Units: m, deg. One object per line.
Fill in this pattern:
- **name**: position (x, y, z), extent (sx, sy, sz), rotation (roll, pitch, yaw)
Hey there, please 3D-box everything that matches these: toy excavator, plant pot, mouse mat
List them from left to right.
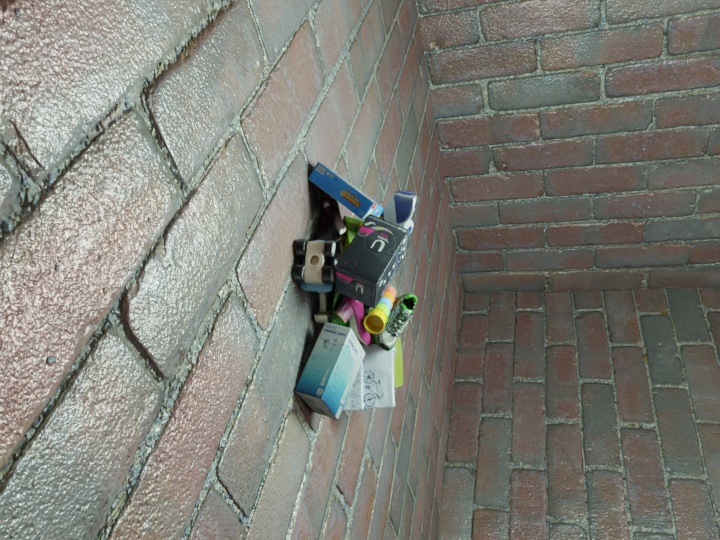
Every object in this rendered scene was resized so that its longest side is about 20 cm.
- **toy excavator**: position (-0.104, 0.029, 1.580), extent (0.200, 0.098, 0.198), rotation (56, 36, -74)
- **mouse mat**: position (-0.030, 0.087, 1.654), extent (0.160, 0.007, 0.203), rotation (-17, 122, -54)
- **plant pot**: position (0.049, 0.228, 1.816), extent (0.187, 0.184, 0.203), rotation (-11, 109, -72)

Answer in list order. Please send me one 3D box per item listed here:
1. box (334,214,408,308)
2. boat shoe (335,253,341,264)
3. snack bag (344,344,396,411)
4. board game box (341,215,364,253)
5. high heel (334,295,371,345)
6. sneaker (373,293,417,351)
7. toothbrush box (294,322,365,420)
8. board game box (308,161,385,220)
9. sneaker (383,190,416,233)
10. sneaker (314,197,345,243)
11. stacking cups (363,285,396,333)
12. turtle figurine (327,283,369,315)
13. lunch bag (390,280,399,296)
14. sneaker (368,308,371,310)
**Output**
- **box**: position (0.030, -0.027, 1.554), extent (0.201, 0.121, 0.107), rotation (-59, 162, -33)
- **boat shoe**: position (-0.066, -0.019, 1.729), extent (0.200, 0.064, 0.075), rotation (44, 47, -66)
- **snack bag**: position (0.005, 0.305, 1.719), extent (0.021, 0.196, 0.192), rotation (100, -10, -83)
- **board game box**: position (-0.001, -0.084, 1.776), extent (0.201, 0.100, 0.048), rotation (-101, -149, -57)
- **high heel**: position (0.002, 0.129, 1.661), extent (0.096, 0.067, 0.201), rotation (-49, 132, -12)
- **sneaker**: position (0.100, 0.140, 1.719), extent (0.078, 0.085, 0.201), rotation (35, 54, -11)
- **toothbrush box**: position (-0.074, 0.261, 1.568), extent (0.202, 0.084, 0.147), rotation (-66, 152, -25)
- **board game box**: position (-0.025, -0.206, 1.684), extent (0.056, 0.199, 0.196), rotation (-54, 163, 7)
- **sneaker**: position (0.111, -0.145, 1.716), extent (0.115, 0.079, 0.202), rotation (-58, 163, -56)
- **sneaker**: position (-0.094, -0.140, 1.667), extent (0.200, 0.074, 0.117), rotation (-71, 150, -72)
- **stacking cups**: position (0.059, 0.106, 1.697), extent (0.200, 0.060, 0.061), rotation (-58, 142, -64)
- **turtle figurine**: position (-0.049, 0.085, 1.724), extent (0.149, 0.100, 0.203), rotation (-28, 134, -37)
- **lunch bag**: position (0.065, 0.105, 2.054), extent (0.201, 0.116, 0.166), rotation (75, 22, -49)
- **sneaker**: position (0.001, 0.123, 1.885), extent (0.078, 0.088, 0.203), rotation (33, 62, -68)
